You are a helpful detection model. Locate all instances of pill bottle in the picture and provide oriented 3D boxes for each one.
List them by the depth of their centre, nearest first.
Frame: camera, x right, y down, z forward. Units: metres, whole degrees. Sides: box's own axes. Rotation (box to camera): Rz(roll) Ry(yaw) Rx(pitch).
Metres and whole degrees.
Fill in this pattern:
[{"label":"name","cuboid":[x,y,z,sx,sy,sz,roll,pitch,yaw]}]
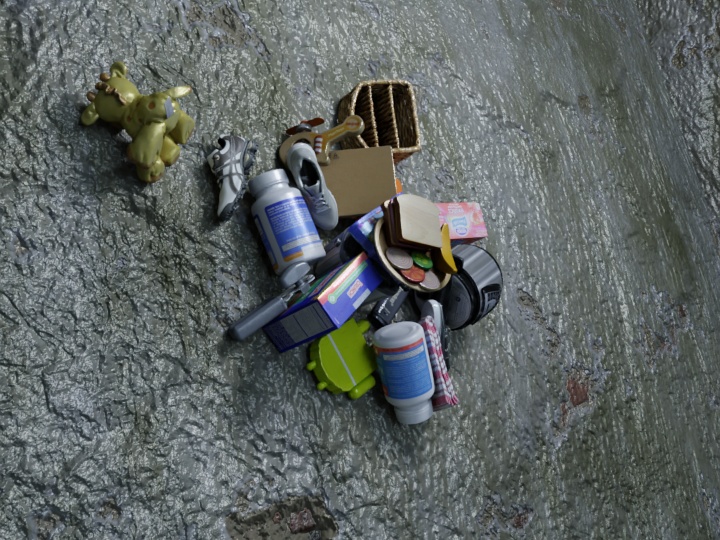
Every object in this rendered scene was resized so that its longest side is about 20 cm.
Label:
[{"label":"pill bottle","cuboid":[-0.157,-0.101,1.563,0.112,0.112,0.200,-18,85,-44]},{"label":"pill bottle","cuboid":[0.097,0.220,1.622,0.112,0.112,0.200,-29,113,-44]}]

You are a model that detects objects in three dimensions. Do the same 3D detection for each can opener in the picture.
[{"label":"can opener","cuboid":[-0.175,0.054,1.474,0.200,0.053,0.067,-36,105,-21]}]

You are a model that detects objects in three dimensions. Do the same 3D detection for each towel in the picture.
[{"label":"towel","cuboid":[0.155,0.209,1.684,0.030,0.146,0.200,-9,77,-18]}]

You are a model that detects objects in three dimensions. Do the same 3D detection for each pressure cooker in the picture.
[{"label":"pressure cooker","cuboid":[0.219,0.047,1.786,0.200,0.179,0.176,-30,93,-48]}]

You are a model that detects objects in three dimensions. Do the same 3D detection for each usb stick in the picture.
[{"label":"usb stick","cuboid":[0.081,0.055,1.760,0.055,0.033,0.200,49,48,-15]}]

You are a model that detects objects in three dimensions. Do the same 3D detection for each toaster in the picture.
[{"label":"toaster","cuboid":[0.000,0.000,1.645,0.200,0.129,0.114,33,54,-27]}]

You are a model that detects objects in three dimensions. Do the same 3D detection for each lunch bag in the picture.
[{"label":"lunch bag","cuboid":[0.068,-0.059,1.563,0.151,0.094,0.200,49,30,5]}]

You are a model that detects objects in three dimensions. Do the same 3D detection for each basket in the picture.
[{"label":"basket","cuboid":[0.039,-0.356,1.820,0.143,0.149,0.200,10,66,-38]}]

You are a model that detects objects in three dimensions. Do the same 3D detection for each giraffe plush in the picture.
[{"label":"giraffe plush","cuboid":[-0.416,-0.284,1.401,0.162,0.200,0.173,27,54,5]}]

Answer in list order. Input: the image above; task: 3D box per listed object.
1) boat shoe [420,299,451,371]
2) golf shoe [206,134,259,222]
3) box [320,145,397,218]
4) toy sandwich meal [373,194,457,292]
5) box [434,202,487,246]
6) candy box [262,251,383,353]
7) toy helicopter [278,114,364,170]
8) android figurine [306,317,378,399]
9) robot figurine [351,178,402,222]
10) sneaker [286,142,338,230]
[{"label":"boat shoe","cuboid":[0.174,0.151,1.721,0.057,0.069,0.200,-12,120,-18]},{"label":"golf shoe","cuboid":[-0.272,-0.188,1.539,0.094,0.078,0.200,19,57,-14]},{"label":"box","cuboid":[-0.021,-0.194,1.701,0.200,0.021,0.164,-5,72,-1]},{"label":"toy sandwich meal","cuboid":[0.114,-0.054,1.497,0.205,0.070,0.205,19,50,-25]},{"label":"box","cuboid":[0.209,-0.108,1.894,0.200,0.103,0.095,-5,76,-43]},{"label":"candy box","cuboid":[-0.076,0.066,1.501,0.077,0.200,0.169,54,46,-9]},{"label":"toy helicopter","cuboid":[-0.087,-0.290,1.676,0.132,0.200,0.079,64,2,25]},{"label":"android figurine","cuboid":[-0.035,0.180,1.599,0.200,0.041,0.182,-33,96,-46]},{"label":"robot figurine","cuboid":[0.045,-0.140,1.754,0.144,0.116,0.200,43,40,-63]},{"label":"sneaker","cuboid":[-0.099,-0.163,1.597,0.092,0.076,0.200,-117,-178,-63]}]
